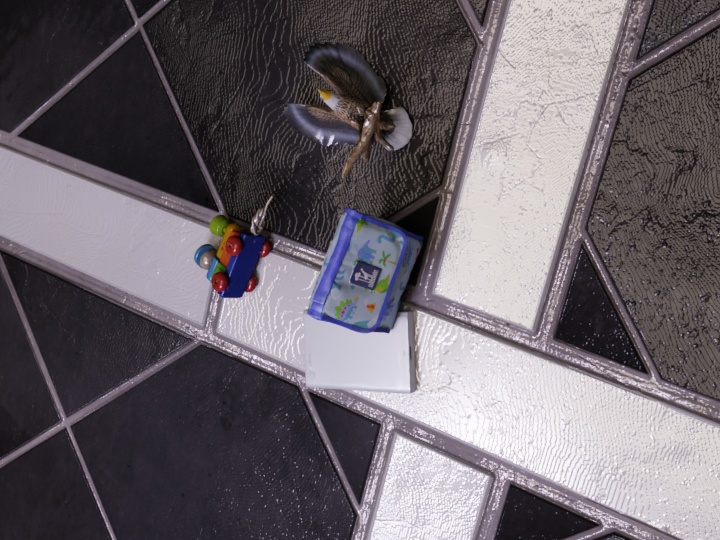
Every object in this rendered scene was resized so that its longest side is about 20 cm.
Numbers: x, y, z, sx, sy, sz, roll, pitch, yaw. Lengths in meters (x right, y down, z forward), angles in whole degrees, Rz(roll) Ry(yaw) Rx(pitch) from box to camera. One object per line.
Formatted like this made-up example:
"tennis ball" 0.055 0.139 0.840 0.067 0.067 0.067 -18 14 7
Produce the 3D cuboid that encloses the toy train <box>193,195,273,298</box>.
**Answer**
"toy train" -0.218 -0.064 1.676 0.115 0.084 0.202 36 111 35

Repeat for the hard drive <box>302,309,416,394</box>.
"hard drive" -0.004 0.132 1.600 0.198 0.026 0.134 0 94 28

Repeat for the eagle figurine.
"eagle figurine" -0.025 -0.262 1.537 0.151 0.152 0.200 -31 40 -11

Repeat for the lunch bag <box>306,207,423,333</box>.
"lunch bag" 0.000 0.000 1.473 0.126 0.200 0.172 21 93 26
